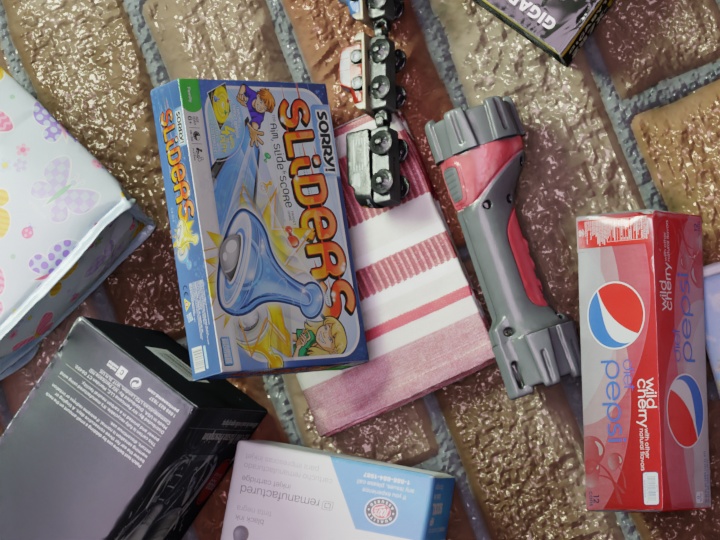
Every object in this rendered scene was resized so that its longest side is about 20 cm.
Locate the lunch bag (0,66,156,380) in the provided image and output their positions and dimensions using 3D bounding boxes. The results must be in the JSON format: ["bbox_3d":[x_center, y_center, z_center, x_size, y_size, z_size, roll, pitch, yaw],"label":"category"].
[{"bbox_3d":[-0.276,-0.025,1.649,0.169,0.127,0.200,43,85,10],"label":"lunch bag"}]

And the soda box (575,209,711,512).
[{"bbox_3d":[0.192,0.062,1.561,0.063,0.070,0.202,-4,85,38],"label":"soda box"}]

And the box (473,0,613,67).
[{"bbox_3d":[0.111,-0.266,1.625,0.200,0.049,0.160,37,92,12],"label":"box"}]

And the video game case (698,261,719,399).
[{"bbox_3d":[0.340,0.061,1.563,0.199,0.022,0.183,-17,82,10],"label":"video game case"}]

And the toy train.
[{"bbox_3d":[0.007,-0.140,1.629,0.046,0.034,0.202,-10,72,30],"label":"toy train"}]

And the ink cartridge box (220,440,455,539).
[{"bbox_3d":[-0.026,0.228,1.594,0.144,0.084,0.202,9,87,12],"label":"ink cartridge box"}]

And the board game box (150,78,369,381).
[{"bbox_3d":[-0.068,-0.029,1.584,0.034,0.135,0.202,-17,80,47],"label":"board game box"}]

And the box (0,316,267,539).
[{"bbox_3d":[-0.173,0.139,1.573,0.104,0.200,0.183,36,94,12],"label":"box"}]

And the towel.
[{"bbox_3d":[0.000,0.000,1.640,0.143,0.023,0.201,-24,79,11],"label":"towel"}]

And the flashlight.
[{"bbox_3d":[0.106,-0.017,1.600,0.067,0.068,0.201,-21,86,19],"label":"flashlight"}]
